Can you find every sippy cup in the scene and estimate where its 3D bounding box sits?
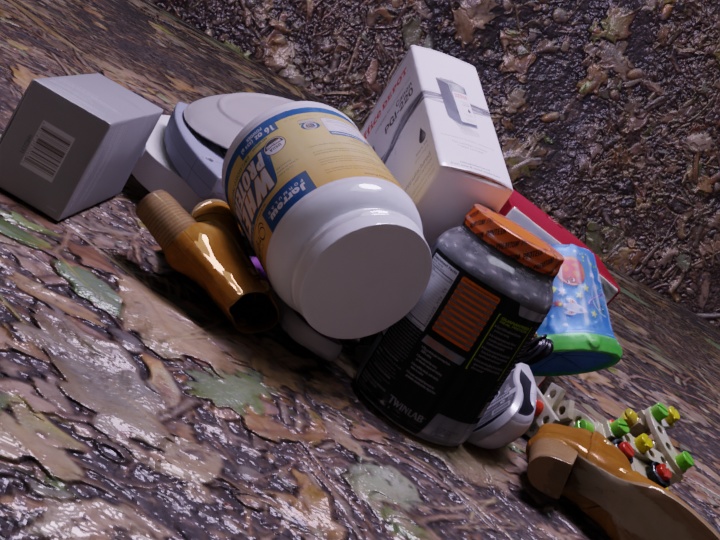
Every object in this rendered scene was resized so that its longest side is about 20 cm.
[{"bbox_3d":[0.221,0.043,1.349,0.139,0.131,0.178,-1,-18,0],"label":"sippy cup"}]

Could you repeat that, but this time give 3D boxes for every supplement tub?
[{"bbox_3d":[0.093,0.048,1.085,0.122,0.200,0.123,30,11,-7],"label":"supplement tub"},{"bbox_3d":[-0.031,-0.047,1.075,0.145,0.145,0.200,22,23,-38],"label":"supplement tub"}]

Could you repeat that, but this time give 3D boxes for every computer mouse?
[{"bbox_3d":[0.144,0.130,1.188,0.044,0.110,0.200,52,21,-9],"label":"computer mouse"}]

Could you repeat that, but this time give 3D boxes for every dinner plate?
[{"bbox_3d":[-0.091,-0.159,1.292,0.200,0.024,0.200,12,25,-6],"label":"dinner plate"}]

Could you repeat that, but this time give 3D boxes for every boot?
[{"bbox_3d":[-0.125,0.000,1.111,0.144,0.071,0.201,48,6,14],"label":"boot"},{"bbox_3d":[0.249,0.204,1.107,0.201,0.071,0.144,28,14,12],"label":"boot"}]

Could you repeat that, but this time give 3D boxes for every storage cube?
[{"bbox_3d":[0.204,0.017,1.522,0.200,0.171,0.180,38,12,-5],"label":"storage cube"}]

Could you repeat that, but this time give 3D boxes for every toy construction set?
[{"bbox_3d":[0.269,0.177,1.261,0.200,0.092,0.131,18,40,-22],"label":"toy construction set"}]

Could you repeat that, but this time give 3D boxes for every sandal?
[{"bbox_3d":[-0.056,0.027,1.154,0.082,0.050,0.203,34,7,-32],"label":"sandal"}]

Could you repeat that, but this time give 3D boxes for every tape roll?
[{"bbox_3d":[-0.163,-0.105,1.321,0.203,0.037,0.203,26,21,-11],"label":"tape roll"}]

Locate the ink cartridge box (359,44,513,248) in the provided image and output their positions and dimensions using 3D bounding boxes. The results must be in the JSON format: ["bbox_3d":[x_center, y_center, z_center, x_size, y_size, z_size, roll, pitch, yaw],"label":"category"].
[{"bbox_3d":[0.066,-0.106,1.188,0.085,0.146,0.200,17,39,-21],"label":"ink cartridge box"}]

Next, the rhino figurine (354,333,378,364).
[{"bbox_3d":[0.000,0.000,1.209,0.087,0.060,0.200,18,53,-71],"label":"rhino figurine"}]

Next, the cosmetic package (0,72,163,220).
[{"bbox_3d":[-0.266,-0.122,1.129,0.090,0.107,0.200,30,10,-4],"label":"cosmetic package"}]

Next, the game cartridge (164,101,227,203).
[{"bbox_3d":[-0.138,-0.115,1.267,0.133,0.041,0.200,21,20,-30],"label":"game cartridge"}]
